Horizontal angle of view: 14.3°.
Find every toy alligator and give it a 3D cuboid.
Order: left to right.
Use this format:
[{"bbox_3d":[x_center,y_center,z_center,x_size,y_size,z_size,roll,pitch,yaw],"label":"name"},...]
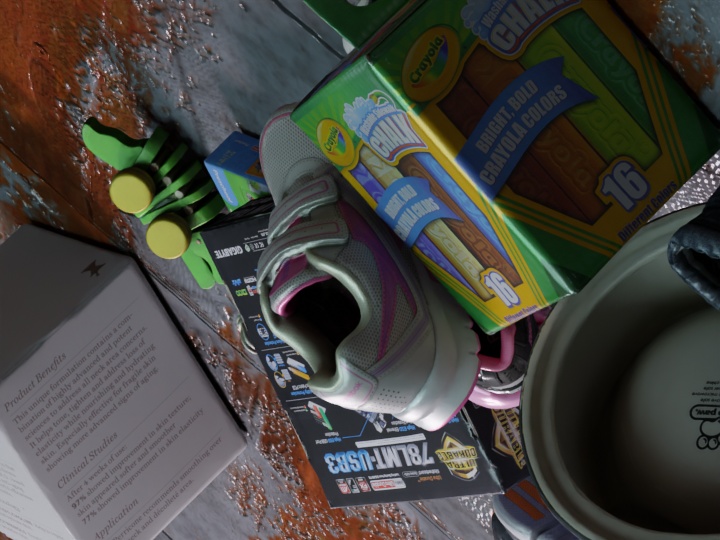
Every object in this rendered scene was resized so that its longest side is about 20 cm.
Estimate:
[{"bbox_3d":[-0.109,-0.033,1.941,0.054,0.059,0.200,-32,104,27],"label":"toy alligator"}]

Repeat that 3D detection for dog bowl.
[{"bbox_3d":[0.182,0.068,1.405,0.200,0.200,0.074,29,166,37],"label":"dog bowl"}]

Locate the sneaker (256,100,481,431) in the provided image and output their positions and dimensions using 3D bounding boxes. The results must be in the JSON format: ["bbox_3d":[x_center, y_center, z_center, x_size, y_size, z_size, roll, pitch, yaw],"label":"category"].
[{"bbox_3d":[-0.013,-0.010,1.500,0.081,0.088,0.201,-50,52,34],"label":"sneaker"}]

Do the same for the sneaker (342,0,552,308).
[{"bbox_3d":[0.059,-0.067,1.551,0.201,0.074,0.088,58,159,-3],"label":"sneaker"}]

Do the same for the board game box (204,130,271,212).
[{"bbox_3d":[0.000,0.000,1.814,0.199,0.037,0.152,21,146,46],"label":"board game box"}]

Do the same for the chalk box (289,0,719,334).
[{"bbox_3d":[0.057,-0.088,1.438,0.200,0.125,0.124,47,158,-6],"label":"chalk box"}]

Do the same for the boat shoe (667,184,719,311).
[{"bbox_3d":[0.239,0.011,1.320,0.200,0.091,0.071,30,153,35],"label":"boat shoe"}]

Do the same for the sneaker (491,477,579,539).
[{"bbox_3d":[0.158,0.219,1.828,0.200,0.077,0.113,43,144,41],"label":"sneaker"}]

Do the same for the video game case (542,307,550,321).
[{"bbox_3d":[0.160,0.096,1.675,0.200,0.045,0.181,49,159,-7],"label":"video game case"}]

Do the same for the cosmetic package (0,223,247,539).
[{"bbox_3d":[-0.228,0.100,2.230,0.166,0.167,0.201,17,143,52],"label":"cosmetic package"}]

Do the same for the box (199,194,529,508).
[{"bbox_3d":[0.005,0.043,1.734,0.200,0.050,0.199,-13,107,59],"label":"box"}]

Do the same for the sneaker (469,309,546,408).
[{"bbox_3d":[0.032,-0.013,1.572,0.200,0.079,0.095,50,-172,11],"label":"sneaker"}]
